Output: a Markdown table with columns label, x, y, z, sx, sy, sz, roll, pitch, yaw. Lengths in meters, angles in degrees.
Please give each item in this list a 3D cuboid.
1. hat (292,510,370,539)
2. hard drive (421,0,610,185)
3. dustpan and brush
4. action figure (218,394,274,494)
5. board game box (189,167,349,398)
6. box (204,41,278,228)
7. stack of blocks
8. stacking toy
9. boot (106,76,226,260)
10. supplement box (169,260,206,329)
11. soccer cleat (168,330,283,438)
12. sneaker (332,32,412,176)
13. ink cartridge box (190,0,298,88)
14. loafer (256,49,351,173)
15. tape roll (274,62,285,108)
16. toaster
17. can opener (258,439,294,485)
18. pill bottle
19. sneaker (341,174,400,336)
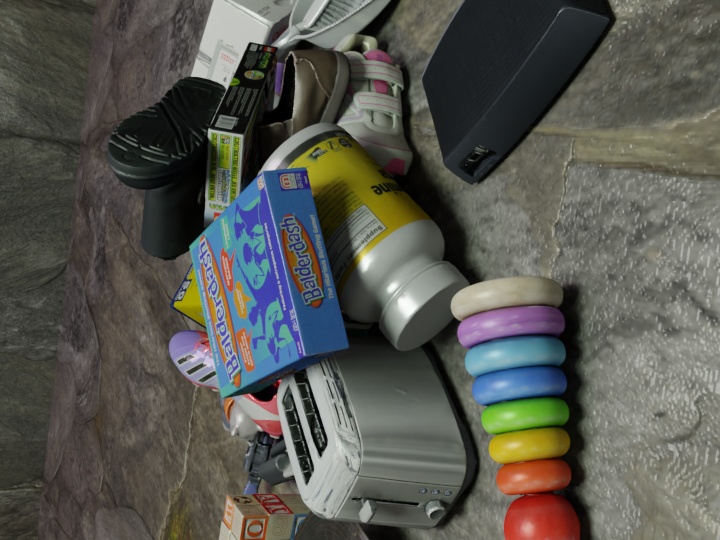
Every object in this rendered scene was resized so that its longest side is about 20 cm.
| label | x | y | z | sx | sy | sz | roll | pitch | yaw |
| --- | --- | --- | --- | --- | --- | --- | --- | --- | --- |
| hat | -0.011 | 0.324 | 0.900 | 0.200 | 0.080 | 0.203 | -24 | 60 | 51 |
| hard drive | 0.116 | -0.180 | 0.782 | 0.200 | 0.042 | 0.136 | -52 | 41 | 48 |
| dustpan and brush | -0.051 | -0.274 | 1.044 | 0.201 | 0.057 | 0.140 | -51 | 37 | 15 |
| action figure | -0.151 | 0.178 | 1.185 | 0.193 | 0.103 | 0.203 | -146 | 71 | -75 |
| board game box | -0.087 | 0.019 | 0.830 | 0.200 | 0.044 | 0.154 | -33 | 69 | 58 |
| box | -0.120 | -0.141 | 0.969 | 0.201 | 0.034 | 0.111 | -82 | 1 | -53 |
| stack of blocks | -0.097 | 0.348 | 1.027 | 0.058 | 0.114 | 0.203 | 22 | 105 | 63 |
| stacking toy | 0.117 | 0.110 | 0.686 | 0.085 | 0.084 | 0.203 | -29 | 63 | 59 |
| boot | -0.187 | -0.077 | 0.928 | 0.201 | 0.075 | 0.170 | -69 | -7 | -57 |
| supplement box | -0.110 | 0.017 | 1.062 | 0.199 | 0.109 | 0.110 | -5 | 56 | 55 |
| soccer cleat | -0.144 | 0.113 | 1.079 | 0.199 | 0.067 | 0.077 | 33 | 143 | 29 |
| sneaker | 0.004 | -0.175 | 0.965 | 0.089 | 0.081 | 0.201 | -60 | 40 | 32 |
| ink cartridge box | -0.145 | -0.269 | 1.215 | 0.201 | 0.082 | 0.147 | -63 | -5 | 37 |
| loafer | -0.077 | -0.130 | 0.946 | 0.073 | 0.070 | 0.202 | 36 | 109 | 58 |
| tape roll | -0.076 | -0.136 | 1.117 | 0.200 | 0.084 | 0.203 | -25 | 62 | 60 |
| toaster | 0.007 | 0.133 | 0.843 | 0.114 | 0.128 | 0.201 | -62 | 34 | 35 |
| can opener | -0.068 | 0.215 | 1.054 | 0.053 | 0.066 | 0.200 | -53 | 8 | -24 |
| pill bottle | 0.003 | -0.029 | 0.848 | 0.200 | 0.112 | 0.113 | 48 | 132 | 23 |
| sneaker | 0.000 | 0.000 | 0.949 | 0.080 | 0.071 | 0.203 | -166 | 82 | -66 |
